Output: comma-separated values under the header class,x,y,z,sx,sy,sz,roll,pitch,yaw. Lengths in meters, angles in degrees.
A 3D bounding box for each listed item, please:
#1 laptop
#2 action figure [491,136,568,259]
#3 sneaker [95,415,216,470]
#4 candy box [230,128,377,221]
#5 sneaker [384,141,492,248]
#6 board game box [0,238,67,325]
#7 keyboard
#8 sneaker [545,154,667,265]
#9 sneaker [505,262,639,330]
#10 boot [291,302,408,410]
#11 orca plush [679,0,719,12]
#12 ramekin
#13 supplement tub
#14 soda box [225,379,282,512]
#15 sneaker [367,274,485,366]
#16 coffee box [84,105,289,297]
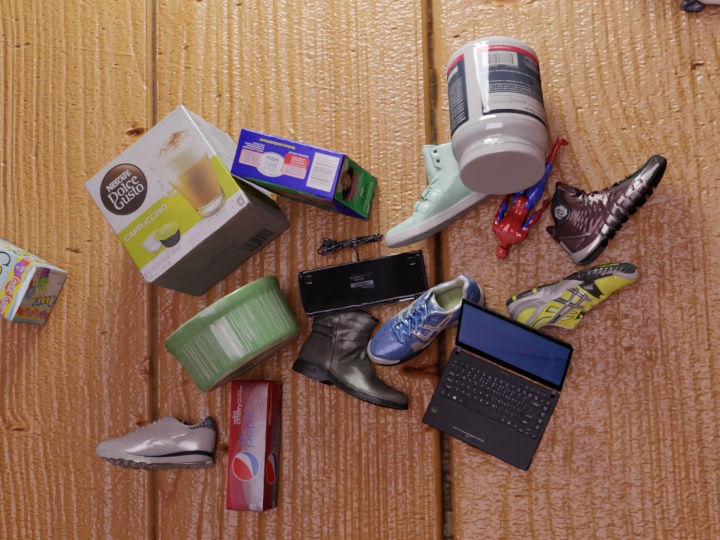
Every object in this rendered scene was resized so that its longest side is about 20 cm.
class,x,y,z,sx,sy,sz,roll,pitch,yaw
laptop,0.197,0.169,1.664,0.177,0.103,0.200,24,91,17
action figure,0.249,-0.109,1.709,0.065,0.052,0.200,25,90,21
sneaker,-0.326,0.276,1.820,0.200,0.076,0.081,-2,72,11
candy box,-0.081,-0.144,1.725,0.169,0.200,0.077,16,90,17
sneaker,0.103,-0.123,1.736,0.200,0.074,0.118,-32,83,0
board game box,-0.615,0.002,1.905,0.200,0.105,0.103,26,91,16
keyboard,0.000,0.000,1.766,0.200,0.021,0.127,-10,71,4
sneaker,0.349,-0.114,1.670,0.116,0.076,0.200,42,96,19
sneaker,0.317,0.043,1.668,0.200,0.075,0.077,-22,86,23
boot,0.000,0.128,1.746,0.200,0.068,0.131,22,84,15
orca plush,0.484,-0.446,1.688,0.200,0.071,0.105,6,130,20
ramekin,-0.189,0.101,1.734,0.200,0.200,0.098,-34,85,9
supplement tub,0.200,-0.227,1.664,0.140,0.140,0.200,-9,63,14
soda box,-0.165,0.271,1.769,0.063,0.070,0.200,0,84,16
sneaker,0.092,0.069,1.699,0.200,0.077,0.076,-35,62,-4
coffee box,-0.266,-0.103,1.771,0.200,0.200,0.198,-37,76,8
